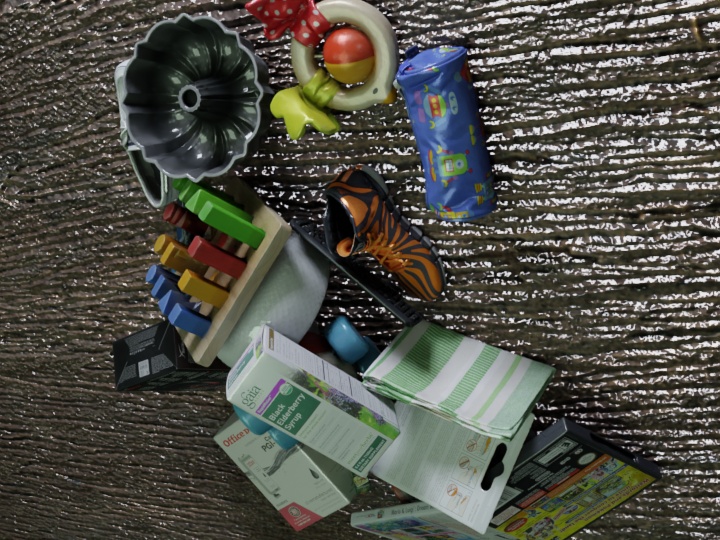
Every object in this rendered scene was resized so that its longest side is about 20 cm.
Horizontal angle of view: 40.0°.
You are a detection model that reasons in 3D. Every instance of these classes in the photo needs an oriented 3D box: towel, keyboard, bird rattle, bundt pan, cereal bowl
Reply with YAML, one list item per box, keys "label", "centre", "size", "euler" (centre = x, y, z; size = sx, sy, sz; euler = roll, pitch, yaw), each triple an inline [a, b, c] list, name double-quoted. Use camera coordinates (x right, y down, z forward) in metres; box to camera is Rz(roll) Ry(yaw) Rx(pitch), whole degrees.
- label: "towel"
  centre: [0.122, 0.129, 1.225]
  size: [0.200, 0.153, 0.023]
  euler: [19, 129, 23]
- label: "keyboard"
  centre: [0.000, 0.000, 1.253]
  size: [0.200, 0.127, 0.021]
  euler: [41, 97, 6]
- label: "bird rattle"
  centre: [-0.033, -0.255, 1.142]
  size: [0.163, 0.113, 0.200]
  euler: [0, 106, 18]
- label: "bundt pan"
  centre: [-0.192, -0.211, 1.224]
  size: [0.202, 0.076, 0.202]
  euler: [3, 98, 22]
- label: "cereal bowl"
  centre: [-0.135, 0.029, 1.277]
  size: [0.200, 0.200, 0.083]
  euler: [-26, 132, 39]

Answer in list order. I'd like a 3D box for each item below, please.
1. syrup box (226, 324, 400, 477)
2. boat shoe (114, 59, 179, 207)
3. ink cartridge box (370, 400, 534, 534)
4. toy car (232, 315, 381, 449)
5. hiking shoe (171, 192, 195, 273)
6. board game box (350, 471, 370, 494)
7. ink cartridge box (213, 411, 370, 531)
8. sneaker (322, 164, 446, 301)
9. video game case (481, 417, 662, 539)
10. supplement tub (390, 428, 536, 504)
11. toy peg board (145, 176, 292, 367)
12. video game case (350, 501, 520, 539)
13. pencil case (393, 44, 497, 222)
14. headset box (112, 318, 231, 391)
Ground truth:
- label: "syrup box"
  centre: [-0.057, 0.157, 1.192]
  size: [0.200, 0.081, 0.079]
  euler: [32, 106, -17]
- label: "boat shoe"
  centre: [-0.288, -0.181, 1.333]
  size: [0.074, 0.065, 0.200]
  euler: [-6, 115, 34]
- label: "ink cartridge box"
  centre: [0.120, 0.223, 1.261]
  size: [0.200, 0.050, 0.162]
  euler: [21, 84, 39]
- label: "toy car"
  centre: [-0.098, 0.102, 1.342]
  size: [0.184, 0.177, 0.200]
  euler: [-39, 61, 3]
- label: "hiking shoe"
  centre: [-0.242, -0.028, 1.397]
  size: [0.087, 0.074, 0.200]
  euler: [14, 120, 33]
- label: "board game box"
  centre: [-0.011, 0.252, 1.362]
  size: [0.200, 0.023, 0.105]
  euler: [89, 162, -74]
- label: "ink cartridge box"
  centre: [-0.105, 0.278, 1.498]
  size: [0.200, 0.083, 0.147]
  euler: [48, 131, -4]
- label: "sneaker"
  centre: [0.019, -0.027, 1.216]
  size: [0.078, 0.112, 0.200]
  euler: [-33, 98, 40]
- label: "video game case"
  centre: [0.245, 0.274, 1.246]
  size: [0.181, 0.026, 0.200]
  euler: [28, 124, -29]
- label: "supplement tub"
  centre: [0.141, 0.257, 1.325]
  size: [0.200, 0.107, 0.107]
  euler: [-20, 107, 37]
- label: "toy peg board"
  centre: [-0.206, -0.020, 1.236]
  size: [0.098, 0.200, 0.199]
  euler: [28, 98, -31]
- label: "video game case"
  centre: [0.119, 0.357, 1.381]
  size: [0.182, 0.024, 0.200]
  euler: [-20, 145, 38]
- label: "pencil case"
  centre: [0.096, -0.153, 1.113]
  size: [0.087, 0.078, 0.200]
  euler: [-14, 113, 5]
- label: "headset box"
  centre: [-0.229, 0.125, 1.420]
  size: [0.149, 0.200, 0.075]
  euler: [-21, 70, 41]
